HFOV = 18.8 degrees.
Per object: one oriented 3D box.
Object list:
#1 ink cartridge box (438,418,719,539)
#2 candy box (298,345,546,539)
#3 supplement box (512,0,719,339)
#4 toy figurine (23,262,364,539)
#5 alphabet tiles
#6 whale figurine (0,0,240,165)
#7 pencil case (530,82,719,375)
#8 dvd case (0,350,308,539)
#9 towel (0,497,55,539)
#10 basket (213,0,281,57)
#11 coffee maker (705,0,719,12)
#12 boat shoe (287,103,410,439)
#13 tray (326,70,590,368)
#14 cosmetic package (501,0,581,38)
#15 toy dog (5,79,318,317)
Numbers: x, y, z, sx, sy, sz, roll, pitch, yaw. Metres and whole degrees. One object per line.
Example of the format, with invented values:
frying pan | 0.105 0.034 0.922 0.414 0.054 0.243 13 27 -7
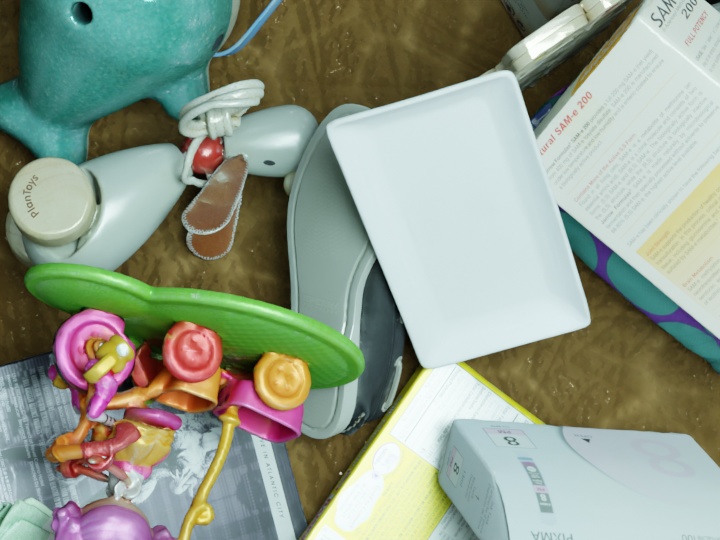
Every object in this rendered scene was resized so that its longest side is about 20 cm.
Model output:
ink cartridge box | 0.151 0.148 1.221 0.161 0.200 0.058 6 106 -20
candy box | 0.029 0.155 1.303 0.102 0.026 0.201 38 80 -10
supplement box | 0.203 -0.051 1.210 0.200 0.126 0.074 40 37 -1
toy figurine | -0.109 0.113 1.179 0.199 0.150 0.186 20 70 -22
alphabet tiles | 0.112 -0.129 1.266 0.195 0.200 0.015 -34 88 -9
whale figurine | -0.158 -0.135 1.261 0.159 0.104 0.200 40 118 0
pencil case | 0.180 -0.028 1.317 0.200 0.085 0.093 41 105 1
dvd case | -0.138 0.113 1.270 0.199 0.016 0.150 -15 90 -24
towel | -0.167 0.230 1.222 0.200 0.023 0.153 40 78 -41
basket | -0.077 -0.254 1.303 0.176 0.139 0.200 47 108 3
coffee maker | 0.290 -0.137 1.314 0.199 0.192 0.136 -23 68 12
boat shoe | 0.000 0.000 1.278 0.060 0.074 0.202 -10 109 -47
tray | 0.058 -0.029 1.226 0.107 0.201 0.022 -16 42 7
cosmetic package | 0.137 -0.214 1.279 0.103 0.200 0.088 -29 84 -8
toy dog | -0.116 -0.029 1.272 0.199 0.132 0.097 -20 82 12
